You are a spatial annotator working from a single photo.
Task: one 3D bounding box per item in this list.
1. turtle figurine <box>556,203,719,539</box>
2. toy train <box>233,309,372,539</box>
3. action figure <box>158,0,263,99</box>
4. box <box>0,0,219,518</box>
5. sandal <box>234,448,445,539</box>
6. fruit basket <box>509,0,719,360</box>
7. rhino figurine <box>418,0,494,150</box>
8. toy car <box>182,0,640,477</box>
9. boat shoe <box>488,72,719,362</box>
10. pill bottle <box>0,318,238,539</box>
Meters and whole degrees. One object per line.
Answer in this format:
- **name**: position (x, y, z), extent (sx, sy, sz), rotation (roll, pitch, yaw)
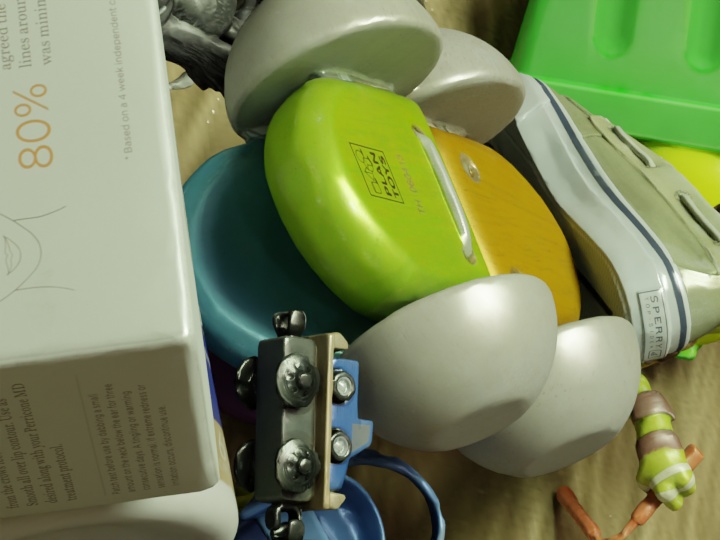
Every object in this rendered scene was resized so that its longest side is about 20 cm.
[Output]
- **turtle figurine**: position (0.128, 0.007, 1.174), extent (0.064, 0.161, 0.201), rotation (40, 30, -42)
- **toy train**: position (-0.017, 0.114, 0.899), extent (0.046, 0.034, 0.201), rotation (6, 81, -37)
- **action figure**: position (-0.082, -0.126, 1.057), extent (0.119, 0.102, 0.200), rotation (49, 35, -22)
- **box**: position (-0.150, -0.011, 0.793), extent (0.106, 0.199, 0.153), rotation (88, -5, -63)
- **sandal**: position (-0.033, 0.119, 0.955), extent (0.080, 0.087, 0.200), rotation (54, 38, -11)
- **fruit basket**: position (0.170, -0.070, 1.282), extent (0.216, 0.215, 0.156), rotation (54, 33, -8)
- **rhino figurine**: position (0.014, -0.042, 1.148), extent (0.087, 0.060, 0.201), rotation (-19, 82, -58)
- **toy car**: position (0.000, 0.000, 1.015), extent (0.200, 0.149, 0.176), rotation (21, 44, -63)
- **boat shoe**: position (0.103, -0.023, 1.131), extent (0.062, 0.072, 0.200), rotation (-11, 33, -13)
- **pill bottle**: position (-0.113, 0.007, 0.909), extent (0.115, 0.115, 0.201), rotation (13, 56, -46)
